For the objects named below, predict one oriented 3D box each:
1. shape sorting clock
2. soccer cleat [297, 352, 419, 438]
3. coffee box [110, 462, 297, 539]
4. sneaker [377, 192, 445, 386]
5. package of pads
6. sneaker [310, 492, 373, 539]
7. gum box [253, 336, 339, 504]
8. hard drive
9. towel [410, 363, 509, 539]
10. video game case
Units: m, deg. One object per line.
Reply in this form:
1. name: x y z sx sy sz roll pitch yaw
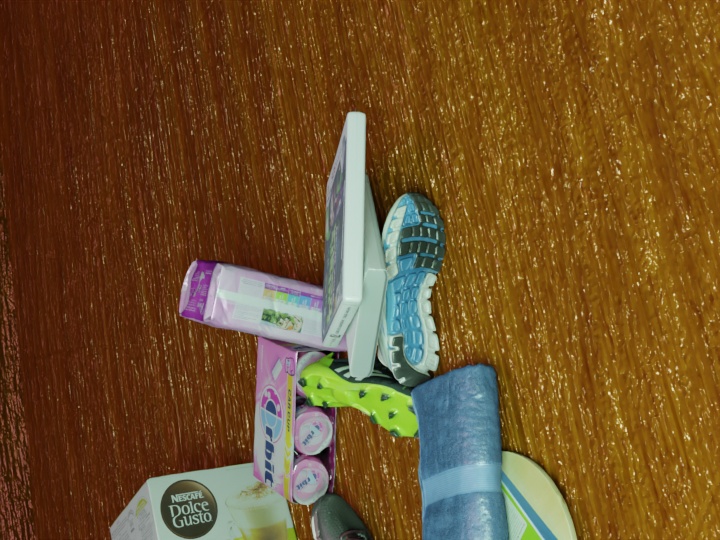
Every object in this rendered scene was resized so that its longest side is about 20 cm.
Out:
1. shape sorting clock: 0.138 0.275 0.868 0.199 0.039 0.204 -32 53 56
2. soccer cleat: 0.018 0.132 1.032 0.197 0.081 0.069 12 126 37
3. coffee box: -0.216 0.404 1.280 0.200 0.196 0.201 -49 51 46
4. sneaker: 0.040 0.017 0.992 0.086 0.074 0.205 15 102 64
5. package of pads: -0.107 0.042 1.095 0.120 0.197 0.077 3 81 60
6. sneaker: 0.023 0.328 1.033 0.116 0.075 0.202 -47 63 40
7. gum box: -0.085 0.193 1.190 0.113 0.065 0.205 13 102 58
8. hard drive: 0.000 0.000 1.005 0.201 0.026 0.134 -98 14 -57
9. towel: 0.095 0.197 0.884 0.111 0.048 0.204 -35 50 55
10. video game case: -0.020 -0.038 0.988 0.182 0.023 0.204 115 157 -69
